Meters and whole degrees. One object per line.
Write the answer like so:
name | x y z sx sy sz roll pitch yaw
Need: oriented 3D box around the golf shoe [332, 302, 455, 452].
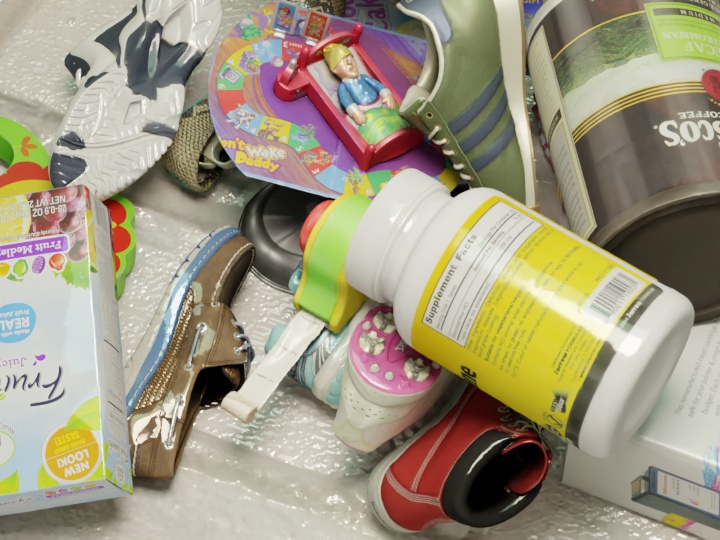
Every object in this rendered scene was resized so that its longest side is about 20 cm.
golf shoe | 0.039 0.049 1.342 0.075 0.092 0.200 35 37 14

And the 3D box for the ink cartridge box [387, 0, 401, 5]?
ink cartridge box | -0.016 -0.250 1.470 0.198 0.200 0.044 30 92 23

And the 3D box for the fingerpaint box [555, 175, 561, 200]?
fingerpaint box | 0.224 -0.154 1.512 0.166 0.073 0.201 -4 53 3

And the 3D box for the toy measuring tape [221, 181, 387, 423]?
toy measuring tape | -0.028 0.010 1.331 0.073 0.074 0.200 30 65 21

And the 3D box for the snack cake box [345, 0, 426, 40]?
snack cake box | 0.031 -0.171 1.565 0.114 0.067 0.201 -2 51 -4

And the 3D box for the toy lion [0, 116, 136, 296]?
toy lion | -0.264 -0.040 1.463 0.191 0.069 0.200 -7 51 -16

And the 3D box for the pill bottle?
pill bottle | 0.094 0.020 1.231 0.200 0.113 0.112 31 57 19

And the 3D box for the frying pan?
frying pan | 0.003 -0.031 1.479 0.189 0.031 0.115 2 54 3

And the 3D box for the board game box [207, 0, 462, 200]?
board game box | -0.008 -0.126 1.417 0.199 0.039 0.159 14 57 -5

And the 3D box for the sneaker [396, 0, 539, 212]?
sneaker | 0.069 -0.107 1.389 0.089 0.201 0.067 -9 17 -10

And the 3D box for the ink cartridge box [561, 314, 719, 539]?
ink cartridge box | 0.251 0.101 1.336 0.199 0.088 0.146 20 52 13

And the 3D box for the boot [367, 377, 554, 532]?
boot | 0.108 0.095 1.297 0.200 0.144 0.072 -45 103 -25

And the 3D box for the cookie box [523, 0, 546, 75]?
cookie box | 0.165 -0.228 1.401 0.170 0.200 0.075 3 54 10

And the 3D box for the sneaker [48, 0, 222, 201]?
sneaker | -0.188 -0.126 1.509 0.079 0.129 0.200 29 69 -20

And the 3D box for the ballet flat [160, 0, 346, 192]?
ballet flat | -0.065 -0.134 1.497 0.200 0.068 0.075 -45 58 4

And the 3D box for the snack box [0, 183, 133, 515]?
snack box | -0.243 0.058 1.312 0.168 0.068 0.201 -10 74 8

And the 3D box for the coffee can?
coffee can | 0.197 -0.085 1.330 0.146 0.147 0.201 -7 55 -6

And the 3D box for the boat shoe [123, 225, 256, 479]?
boat shoe | -0.112 0.061 1.380 0.072 0.072 0.200 23 64 11

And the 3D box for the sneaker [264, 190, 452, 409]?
sneaker | 0.000 0.000 1.409 0.086 0.078 0.200 26 56 7

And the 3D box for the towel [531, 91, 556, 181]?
towel | 0.222 -0.072 1.513 0.146 0.030 0.201 -9 52 -7
